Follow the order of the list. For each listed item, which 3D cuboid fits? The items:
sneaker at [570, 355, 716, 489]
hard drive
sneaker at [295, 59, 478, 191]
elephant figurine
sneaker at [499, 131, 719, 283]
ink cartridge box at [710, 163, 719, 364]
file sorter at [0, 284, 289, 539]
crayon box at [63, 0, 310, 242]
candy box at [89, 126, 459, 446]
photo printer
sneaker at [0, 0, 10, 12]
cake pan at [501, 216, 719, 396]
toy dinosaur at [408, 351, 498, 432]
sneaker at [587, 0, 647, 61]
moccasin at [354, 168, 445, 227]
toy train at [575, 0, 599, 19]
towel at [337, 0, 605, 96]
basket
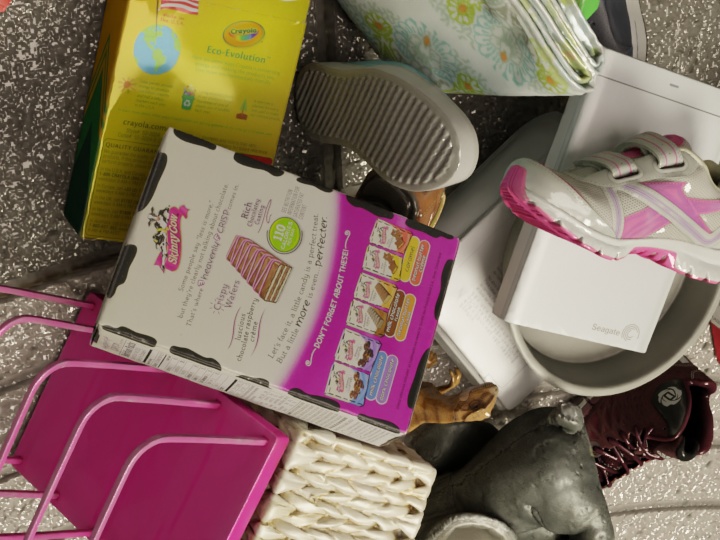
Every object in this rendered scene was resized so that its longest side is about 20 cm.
[{"bbox_3d":[0.220,0.149,1.147,0.076,0.115,0.200,39,90,-33],"label":"sneaker"},{"bbox_3d":[0.184,-0.047,0.976,0.131,0.027,0.201,13,103,-28],"label":"hard drive"},{"bbox_3d":[0.034,-0.106,0.901,0.082,0.200,0.074,-11,116,-27],"label":"sneaker"},{"bbox_3d":[0.092,0.189,1.084,0.199,0.142,0.156,-16,94,7],"label":"elephant figurine"},{"bbox_3d":[0.178,-0.054,0.915,0.199,0.081,0.089,11,102,-35],"label":"sneaker"},{"bbox_3d":[0.356,0.008,1.140,0.083,0.147,0.201,-25,118,-13],"label":"ink cartridge box"},{"bbox_3d":[-0.177,0.112,0.863,0.125,0.200,0.139,14,105,-54],"label":"file sorter"},{"bbox_3d":[-0.113,-0.115,0.910,0.127,0.051,0.201,7,107,-28],"label":"crayon box"},{"bbox_3d":[-0.052,0.013,0.856,0.199,0.061,0.137,21,69,-10],"label":"candy box"},{"bbox_3d":[0.133,-0.012,1.064,0.200,0.069,0.166,-44,121,-5],"label":"photo printer"},{"bbox_3d":[-0.258,-0.240,0.780,0.082,0.078,0.200,-50,132,-5],"label":"sneaker"},{"bbox_3d":[0.189,-0.004,1.030,0.199,0.037,0.201,-9,111,-23],"label":"cake pan"},{"bbox_3d":[0.019,0.108,1.050,0.060,0.200,0.107,11,62,-35],"label":"toy dinosaur"},{"bbox_3d":[0.133,-0.196,0.976,0.146,0.077,0.203,-12,106,-34],"label":"sneaker"},{"bbox_3d":[-0.001,-0.001,0.983,0.078,0.074,0.202,-26,148,-53],"label":"moccasin"},{"bbox_3d":[0.071,-0.216,0.894,0.042,0.200,0.057,-45,154,-34],"label":"toy train"},{"bbox_3d":[0.048,-0.183,0.878,0.048,0.200,0.171,-49,123,-21],"label":"towel"},{"bbox_3d":[-0.054,0.147,0.962,0.135,0.200,0.124,21,95,-33],"label":"basket"}]
